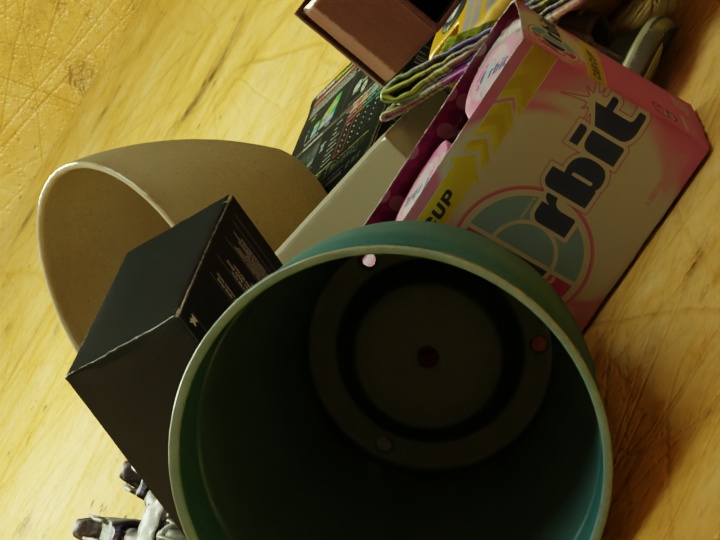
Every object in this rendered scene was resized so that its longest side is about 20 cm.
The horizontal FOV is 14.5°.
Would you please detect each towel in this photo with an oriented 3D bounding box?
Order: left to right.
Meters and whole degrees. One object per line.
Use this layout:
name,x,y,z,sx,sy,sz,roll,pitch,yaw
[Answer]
towel,0.107,-0.154,1.593,0.200,0.023,0.144,-30,6,29

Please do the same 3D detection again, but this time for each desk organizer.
desk organizer,0.053,-0.208,1.668,0.200,0.072,0.077,-54,7,-31

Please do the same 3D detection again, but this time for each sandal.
sandal,0.121,-0.112,1.594,0.080,0.057,0.201,-62,14,-4

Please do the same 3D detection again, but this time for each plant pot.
plant pot,0.023,0.064,1.349,0.201,0.200,0.188,-57,2,15

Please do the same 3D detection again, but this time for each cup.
cup,-0.096,-0.006,1.855,0.143,0.201,0.200,-29,-6,-34

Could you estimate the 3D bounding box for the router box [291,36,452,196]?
router box,0.009,-0.084,1.932,0.200,0.062,0.150,-39,27,57

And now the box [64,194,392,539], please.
box,-0.053,0.083,1.479,0.079,0.200,0.141,-29,18,19

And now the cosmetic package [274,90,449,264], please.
cosmetic package,0.000,0.000,1.659,0.200,0.087,0.103,-46,0,30

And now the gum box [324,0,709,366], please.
gum box,0.075,-0.022,1.463,0.200,0.113,0.066,-57,14,18

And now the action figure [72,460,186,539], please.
action figure,-0.143,0.176,1.942,0.131,0.069,0.200,-66,13,-4

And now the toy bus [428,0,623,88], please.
toy bus,0.116,-0.172,1.718,0.200,0.065,0.078,-49,19,38
